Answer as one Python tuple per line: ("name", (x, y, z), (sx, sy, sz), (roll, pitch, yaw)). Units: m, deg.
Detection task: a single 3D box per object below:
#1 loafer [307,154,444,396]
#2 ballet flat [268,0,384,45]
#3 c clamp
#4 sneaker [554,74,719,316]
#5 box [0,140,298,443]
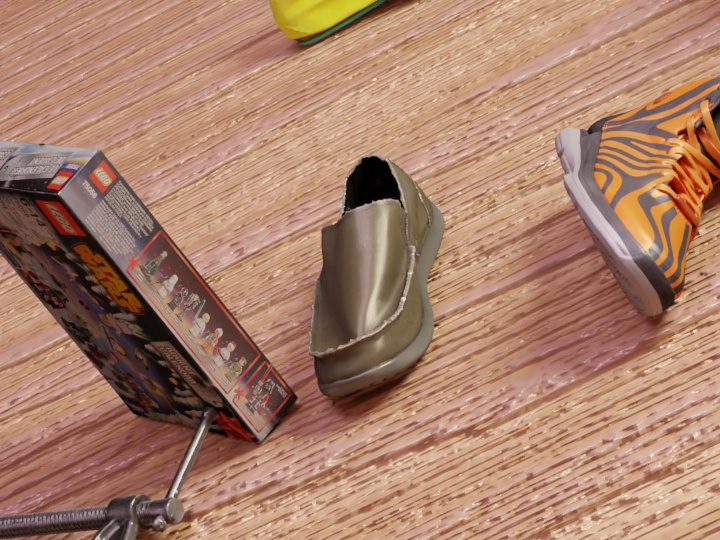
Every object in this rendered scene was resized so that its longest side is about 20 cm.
("loafer", (0.000, 0.000, 1.609), (0.075, 0.070, 0.200), (-22, 27, 18))
("ballet flat", (0.022, -0.229, 1.999), (0.200, 0.067, 0.067), (-24, 26, 13))
("c clamp", (-0.183, 0.161, 1.574), (0.200, 0.027, 0.171), (-13, 37, 32))
("sneaker", (0.172, -0.054, 1.513), (0.112, 0.078, 0.200), (-28, 26, 9))
("box", (-0.138, 0.011, 1.588), (0.137, 0.200, 0.040), (7, 50, 53))
